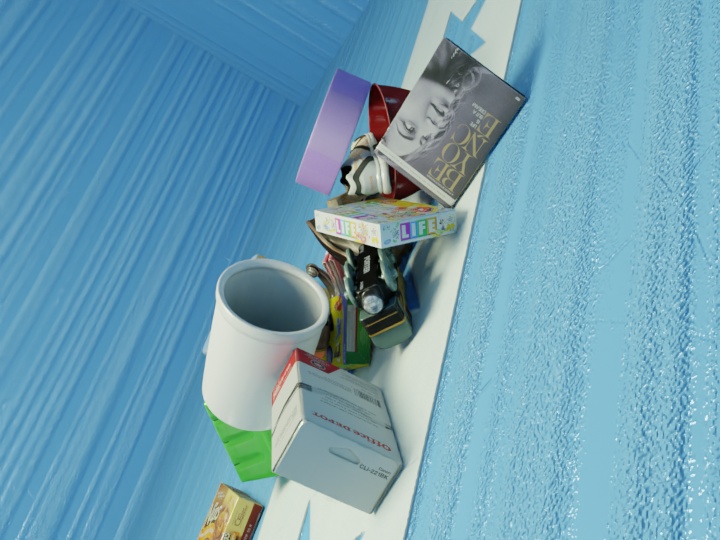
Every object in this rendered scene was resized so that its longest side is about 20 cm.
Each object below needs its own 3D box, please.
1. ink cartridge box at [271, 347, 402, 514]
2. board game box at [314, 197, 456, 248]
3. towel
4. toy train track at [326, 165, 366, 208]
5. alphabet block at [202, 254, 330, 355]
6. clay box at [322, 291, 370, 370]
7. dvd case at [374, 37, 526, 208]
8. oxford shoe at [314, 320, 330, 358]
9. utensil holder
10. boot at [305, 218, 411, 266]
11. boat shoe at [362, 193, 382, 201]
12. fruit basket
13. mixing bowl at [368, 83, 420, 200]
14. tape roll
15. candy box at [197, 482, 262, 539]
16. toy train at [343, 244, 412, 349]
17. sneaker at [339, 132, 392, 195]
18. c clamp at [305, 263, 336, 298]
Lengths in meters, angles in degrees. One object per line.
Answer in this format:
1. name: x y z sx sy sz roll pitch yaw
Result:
1. ink cartridge box: -0.037 0.203 1.000 0.085 0.142 0.200 -60 15 12
2. board game box: 0.034 -0.075 1.155 0.199 0.132 0.035 18 117 58
3. towel: -0.024 -0.055 1.450 0.147 0.029 0.203 72 -150 -53
4. toy train track: 0.026 -0.151 1.397 0.198 0.117 0.032 -29 23 -31
5. alphabet block: -0.179 0.111 1.540 0.200 0.197 0.195 -68 16 -16
6. clay box: -0.039 0.109 1.287 0.199 0.047 0.118 153 119 -65
7. dvd case: 0.128 -0.214 1.135 0.202 0.148 0.016 -56 -8 26
8. oxford shoe: -0.091 0.055 1.288 0.201 0.070 0.073 59 136 43
9. utensil holder: -0.148 0.114 1.161 0.171 0.166 0.203 -85 10 -55
10. boot: -0.003 -0.052 1.302 0.097 0.199 0.075 -46 -30 -7
11. boat shoe: 0.029 -0.103 1.458 0.067 0.056 0.204 64 -144 -58
12. fruit basket: -0.151 0.237 1.340 0.219 0.213 0.156 -61 15 7
13. mixing bowl: 0.084 -0.218 1.286 0.200 0.106 0.205 170 90 -82
14. tape roll: -0.046 -0.234 1.302 0.200 0.064 0.204 -158 89 -84
15. candy box: -0.248 0.476 1.443 0.117 0.055 0.200 -68 14 -15
16. toy train: 0.029 0.027 1.135 0.084 0.115 0.201 -24 22 11
17. sneaker: -0.002 -0.180 1.289 0.201 0.078 0.075 -111 11 -66
18. c clamp: -0.090 0.063 1.404 0.027 0.172 0.202 -19 30 31
